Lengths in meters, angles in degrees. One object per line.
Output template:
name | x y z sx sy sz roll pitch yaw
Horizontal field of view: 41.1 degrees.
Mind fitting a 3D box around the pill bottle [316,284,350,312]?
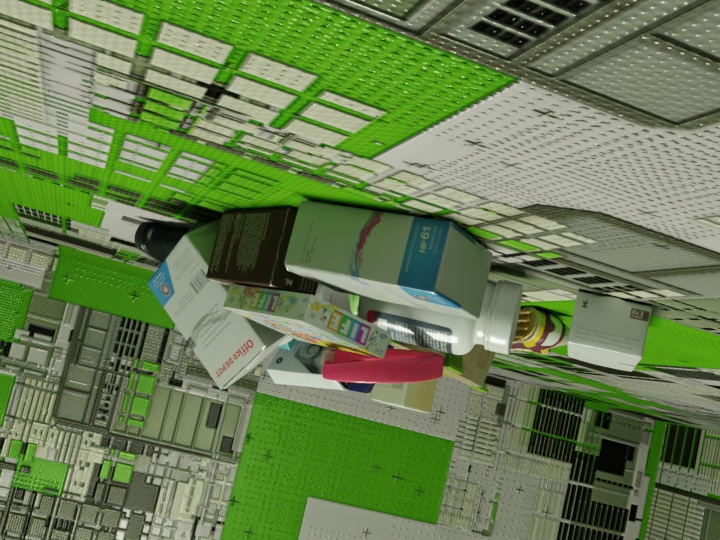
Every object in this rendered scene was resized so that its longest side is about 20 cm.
pill bottle | -0.105 0.033 1.609 0.197 0.116 0.113 9 171 38

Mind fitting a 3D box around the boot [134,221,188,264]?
boot | -0.276 -0.021 1.677 0.166 0.078 0.199 14 168 37

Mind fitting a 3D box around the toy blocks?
toy blocks | 0.136 0.078 1.432 0.198 0.139 0.100 28 169 -18

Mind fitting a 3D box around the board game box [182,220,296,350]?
board game box | -0.184 0.024 1.526 0.149 0.047 0.202 12 135 27

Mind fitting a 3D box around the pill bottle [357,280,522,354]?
pill bottle | 0.105 0.043 1.247 0.196 0.122 0.120 13 173 14

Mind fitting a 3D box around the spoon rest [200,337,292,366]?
spoon rest | -0.176 0.098 1.522 0.099 0.061 0.199 46 127 -12

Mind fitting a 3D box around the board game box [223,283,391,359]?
board game box | -0.072 0.063 1.229 0.133 0.035 0.198 28 167 -34

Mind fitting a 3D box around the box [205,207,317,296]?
box | -0.125 -0.024 1.271 0.074 0.102 0.199 18 173 -30

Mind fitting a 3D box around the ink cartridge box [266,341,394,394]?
ink cartridge box | -0.032 0.110 1.603 0.197 0.201 0.041 1 135 34

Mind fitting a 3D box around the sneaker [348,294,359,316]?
sneaker | 0.051 0.051 1.473 0.198 0.085 0.076 1 -166 -42

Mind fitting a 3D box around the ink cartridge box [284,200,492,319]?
ink cartridge box | 0.033 -0.012 1.108 0.197 0.086 0.144 9 171 28

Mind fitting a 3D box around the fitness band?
fitness band | 0.032 0.125 1.281 0.141 0.038 0.199 0 179 25

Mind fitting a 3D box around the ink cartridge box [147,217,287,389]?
ink cartridge box | -0.206 0.050 1.423 0.083 0.201 0.145 -30 171 -48

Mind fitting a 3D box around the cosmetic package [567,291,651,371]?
cosmetic package | 0.337 0.087 1.318 0.100 0.076 0.200 12 174 15

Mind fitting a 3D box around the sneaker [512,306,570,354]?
sneaker | 0.274 0.107 1.585 0.089 0.076 0.200 21 172 -14

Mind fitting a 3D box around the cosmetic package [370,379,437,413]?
cosmetic package | 0.093 0.147 1.737 0.070 0.204 0.104 18 172 -35
